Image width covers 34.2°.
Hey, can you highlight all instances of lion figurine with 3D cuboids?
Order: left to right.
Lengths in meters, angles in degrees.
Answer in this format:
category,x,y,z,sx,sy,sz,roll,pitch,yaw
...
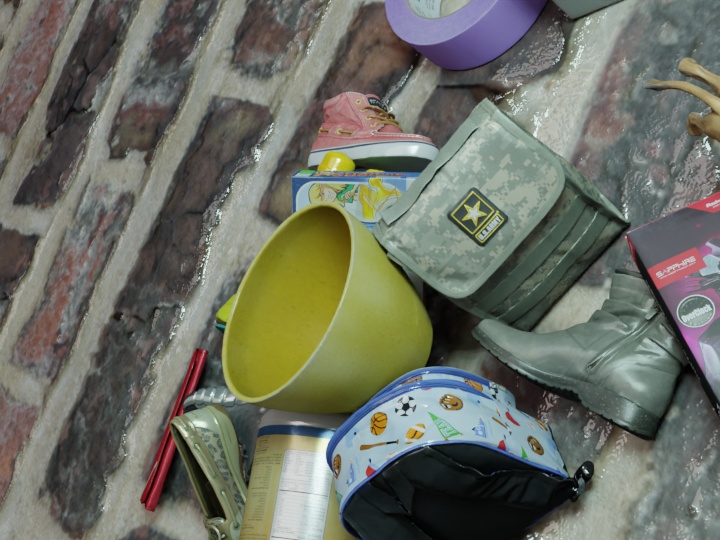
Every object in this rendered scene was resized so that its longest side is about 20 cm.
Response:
category,x,y,z,sx,sy,sz,roll,pitch,yaw
lion figurine,0.331,-0.105,0.942,0.123,0.199,0.073,-105,34,-68

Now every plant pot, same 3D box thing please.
category,x,y,z,sx,sy,sz,roll,pitch,yaw
plant pot,-0.017,0.055,1.106,0.200,0.142,0.200,-37,38,36

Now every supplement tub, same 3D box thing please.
category,x,y,z,sx,sy,sz,roll,pitch,yaw
supplement tub,-0.043,0.245,1.148,0.144,0.144,0.201,-8,65,42

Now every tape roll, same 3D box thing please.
category,x,y,z,sx,sy,sz,roll,pitch,yaw
tape roll,0.123,-0.333,1.331,0.200,0.066,0.201,-22,56,37

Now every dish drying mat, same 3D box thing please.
category,x,y,z,sx,sy,sz,roll,pitch,yaw
dish drying mat,-0.228,0.191,1.427,0.077,0.018,0.201,164,124,-77

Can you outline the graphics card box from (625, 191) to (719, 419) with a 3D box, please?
category,x,y,z,sx,sy,sz,roll,pitch,yaw
graphics card box,0.312,0.026,0.948,0.125,0.051,0.200,-23,52,7

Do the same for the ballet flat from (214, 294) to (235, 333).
category,x,y,z,sx,sy,sz,roll,pitch,yaw
ballet flat,-0.098,0.067,1.354,0.200,0.067,0.067,22,73,49

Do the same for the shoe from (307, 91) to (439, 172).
category,x,y,z,sx,sy,sz,roll,pitch,yaw
shoe,0.017,-0.160,1.343,0.200,0.071,0.091,1,77,50

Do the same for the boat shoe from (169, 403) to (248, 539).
category,x,y,z,sx,sy,sz,roll,pitch,yaw
boat shoe,-0.156,0.248,1.269,0.073,0.063,0.201,-25,80,53

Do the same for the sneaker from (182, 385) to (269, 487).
category,x,y,z,sx,sy,sz,roll,pitch,yaw
sneaker,-0.134,0.192,1.318,0.200,0.075,0.116,-11,65,40

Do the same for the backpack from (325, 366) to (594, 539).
category,x,y,z,sx,sy,sz,roll,pitch,yaw
backpack,0.069,0.174,1.039,0.200,0.190,0.154,-45,45,20

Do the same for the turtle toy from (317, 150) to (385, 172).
category,x,y,z,sx,sy,sz,roll,pitch,yaw
turtle toy,0.006,-0.034,1.270,0.200,0.101,0.146,29,93,47

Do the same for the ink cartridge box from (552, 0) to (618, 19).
category,x,y,z,sx,sy,sz,roll,pitch,yaw
ink cartridge box,0.217,-0.389,1.206,0.087,0.145,0.201,-17,59,38

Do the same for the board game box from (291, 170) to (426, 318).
category,x,y,z,sx,sy,sz,roll,pitch,yaw
board game box,0.000,0.000,1.190,0.135,0.034,0.201,1,105,10

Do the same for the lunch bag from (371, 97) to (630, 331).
category,x,y,z,sx,sy,sz,roll,pitch,yaw
lunch bag,0.126,-0.049,1.087,0.164,0.200,0.118,-49,44,14

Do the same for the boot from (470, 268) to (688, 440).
category,x,y,z,sx,sy,sz,roll,pitch,yaw
boot,0.209,0.055,1.050,0.200,0.068,0.131,26,86,32
